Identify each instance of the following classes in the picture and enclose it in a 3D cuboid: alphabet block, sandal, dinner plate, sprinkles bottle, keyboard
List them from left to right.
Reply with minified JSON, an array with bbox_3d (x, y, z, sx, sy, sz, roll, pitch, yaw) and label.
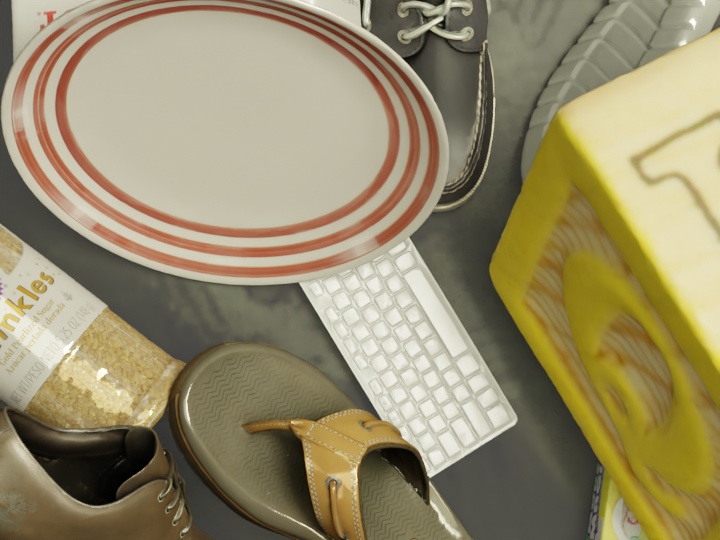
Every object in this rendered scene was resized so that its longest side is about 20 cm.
[{"bbox_3d":[-0.174,0.012,1.276,0.200,0.068,0.068,37,87,-2],"label":"sprinkles bottle"},{"bbox_3d":[-0.059,-0.063,1.237,0.200,0.200,0.024,8,53,-2],"label":"dinner plate"},{"bbox_3d":[0.000,0.104,1.267,0.200,0.055,0.082,47,57,-7],"label":"sandal"},{"bbox_3d":[0.000,0.000,1.312,0.056,0.011,0.200,-31,90,-3],"label":"keyboard"},{"bbox_3d":[0.148,-0.110,1.296,0.050,0.082,0.203,34,88,-30],"label":"sandal"},{"bbox_3d":[0.198,0.004,1.197,0.200,0.195,0.197,-26,73,-16],"label":"alphabet block"}]

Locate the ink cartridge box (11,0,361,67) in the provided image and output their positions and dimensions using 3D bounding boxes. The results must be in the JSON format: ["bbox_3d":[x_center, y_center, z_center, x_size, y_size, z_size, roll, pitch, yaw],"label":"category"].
[{"bbox_3d":[-0.081,-0.188,1.262,0.145,0.084,0.201,-3,88,13],"label":"ink cartridge box"}]

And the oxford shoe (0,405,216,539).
[{"bbox_3d":[-0.097,0.117,1.235,0.200,0.073,0.084,27,112,-37],"label":"oxford shoe"}]

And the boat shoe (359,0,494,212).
[{"bbox_3d":[0.024,-0.127,1.290,0.072,0.063,0.201,-6,89,-2],"label":"boat shoe"}]

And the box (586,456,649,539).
[{"bbox_3d":[0.162,0.143,1.298,0.117,0.048,0.201,9,86,-3],"label":"box"}]
